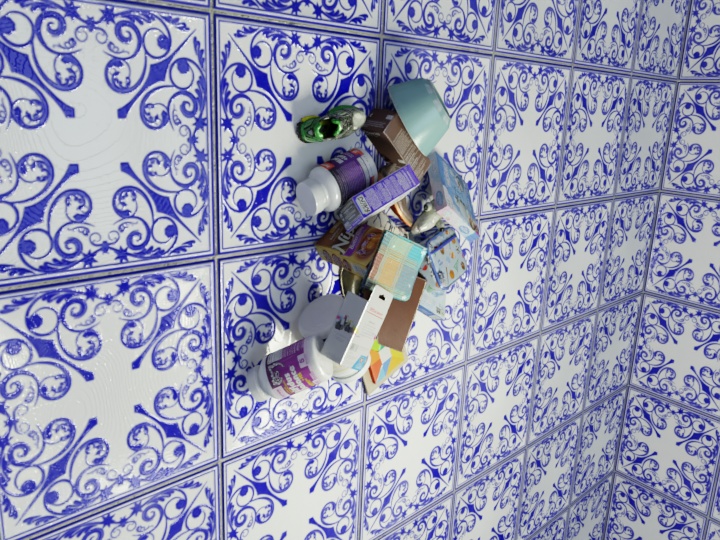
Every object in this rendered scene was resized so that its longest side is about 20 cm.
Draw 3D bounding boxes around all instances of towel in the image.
[{"bbox_3d":[0.087,-0.009,1.493,0.198,0.021,0.151,19,94,-53],"label":"towel"}]

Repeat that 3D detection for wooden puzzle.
[{"bbox_3d":[0.067,0.245,1.810,0.183,0.037,0.205,-34,124,-33],"label":"wooden puzzle"}]

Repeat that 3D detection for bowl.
[{"bbox_3d":[0.164,-0.415,1.582,0.103,0.205,0.201,-29,135,18],"label":"bowl"}]

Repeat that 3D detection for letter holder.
[{"bbox_3d":[0.076,0.090,1.636,0.138,0.101,0.206,18,98,-7],"label":"letter holder"}]

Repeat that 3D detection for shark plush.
[{"bbox_3d":[0.199,-0.180,1.776,0.091,0.082,0.203,41,43,-22],"label":"shark plush"}]

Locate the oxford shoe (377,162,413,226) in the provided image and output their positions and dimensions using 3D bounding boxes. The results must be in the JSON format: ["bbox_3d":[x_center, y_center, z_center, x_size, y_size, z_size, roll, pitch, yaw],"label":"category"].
[{"bbox_3d":[0.108,-0.206,1.680,0.072,0.071,0.202,-39,128,-5],"label":"oxford shoe"}]

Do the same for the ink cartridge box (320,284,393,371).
[{"bbox_3d":[-0.006,0.127,1.461,0.115,0.067,0.205,30,84,-60],"label":"ink cartridge box"}]

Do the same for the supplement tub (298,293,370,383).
[{"bbox_3d":[-0.063,0.180,1.590,0.146,0.143,0.203,-45,129,-24],"label":"supplement tub"}]

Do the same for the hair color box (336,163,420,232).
[{"bbox_3d":[0.045,-0.180,1.519,0.197,0.109,0.066,-32,90,-27],"label":"hair color box"}]

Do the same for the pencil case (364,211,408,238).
[{"bbox_3d":[0.056,-0.122,1.661,0.090,0.078,0.199,-51,133,0],"label":"pencil case"}]

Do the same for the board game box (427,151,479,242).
[{"bbox_3d":[0.271,-0.215,1.786,0.197,0.043,0.205,32,42,-44],"label":"board game box"}]

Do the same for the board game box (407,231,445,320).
[{"bbox_3d":[0.188,0.018,1.804,0.198,0.042,0.206,31,59,-44],"label":"board game box"}]

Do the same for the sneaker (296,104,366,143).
[{"bbox_3d":[-0.056,-0.349,1.481,0.197,0.084,0.080,-29,121,-35],"label":"sneaker"}]

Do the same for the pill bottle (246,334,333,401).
[{"bbox_3d":[-0.172,0.242,1.468,0.195,0.114,0.113,-25,130,14],"label":"pill bottle"}]

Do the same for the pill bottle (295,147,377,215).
[{"bbox_3d":[-0.060,-0.215,1.498,0.198,0.110,0.115,-33,123,-32],"label":"pill bottle"}]

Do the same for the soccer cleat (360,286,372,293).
[{"bbox_3d":[0.066,0.075,1.754,0.083,0.065,0.200,-41,136,7],"label":"soccer cleat"}]

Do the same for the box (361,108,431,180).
[{"bbox_3d":[0.097,-0.332,1.621,0.076,0.099,0.200,-53,131,-12],"label":"box"}]

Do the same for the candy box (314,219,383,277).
[{"bbox_3d":[-0.011,-0.058,1.530,0.117,0.197,0.057,-46,132,-22],"label":"candy box"}]

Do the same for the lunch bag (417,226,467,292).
[{"bbox_3d":[0.229,-0.036,1.766,0.199,0.074,0.165,-31,103,-52],"label":"lunch bag"}]

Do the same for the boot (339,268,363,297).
[{"bbox_3d":[0.000,0.000,1.629,0.073,0.096,0.207,-8,107,-41],"label":"boot"}]
